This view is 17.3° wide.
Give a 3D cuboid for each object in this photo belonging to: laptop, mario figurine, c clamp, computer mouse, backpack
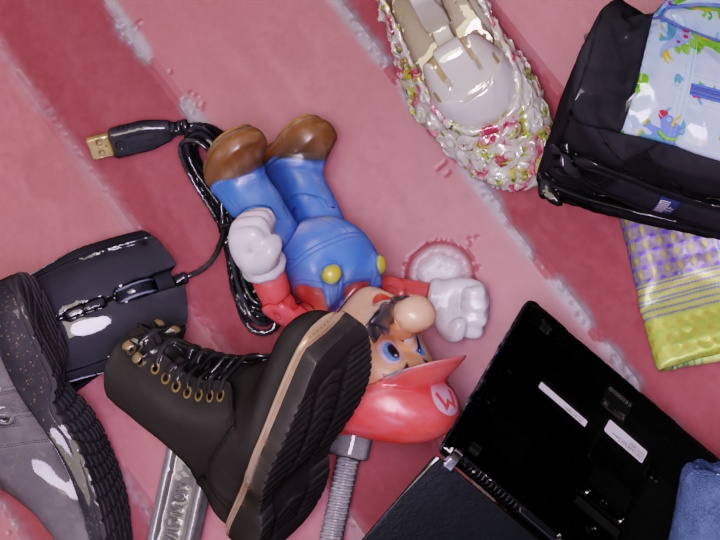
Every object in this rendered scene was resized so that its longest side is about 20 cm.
[{"bbox_3d":[0.093,0.152,1.230,0.177,0.200,0.103,40,135,-6],"label":"laptop"},{"bbox_3d":[0.000,0.000,1.277,0.123,0.106,0.201,-28,72,-9],"label":"mario figurine"},{"bbox_3d":[-0.040,0.148,1.319,0.170,0.027,0.201,17,89,13],"label":"c clamp"},{"bbox_3d":[-0.150,-0.008,1.346,0.199,0.046,0.141,-18,83,11],"label":"computer mouse"},{"bbox_3d":[0.206,-0.072,1.199,0.199,0.163,0.154,24,77,6],"label":"backpack"}]

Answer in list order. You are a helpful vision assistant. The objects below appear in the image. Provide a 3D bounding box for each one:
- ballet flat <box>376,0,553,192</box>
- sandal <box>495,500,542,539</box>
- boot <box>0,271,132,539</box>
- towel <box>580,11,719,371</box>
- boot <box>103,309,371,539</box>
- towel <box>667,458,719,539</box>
[{"bbox_3d":[0.042,-0.133,1.305,0.075,0.064,0.201,-31,80,8],"label":"ballet flat"},{"bbox_3d":[0.097,0.181,1.272,0.081,0.054,0.201,0,90,-30],"label":"sandal"},{"bbox_3d":[-0.212,0.106,1.319,0.131,0.070,0.201,-18,100,8],"label":"boot"},{"bbox_3d":[0.205,-0.055,1.284,0.143,0.023,0.201,-12,83,10],"label":"towel"},{"bbox_3d":[-0.077,0.056,1.237,0.138,0.200,0.077,42,52,16],"label":"boot"},{"bbox_3d":[0.192,0.196,1.142,0.111,0.048,0.201,14,103,36],"label":"towel"}]
